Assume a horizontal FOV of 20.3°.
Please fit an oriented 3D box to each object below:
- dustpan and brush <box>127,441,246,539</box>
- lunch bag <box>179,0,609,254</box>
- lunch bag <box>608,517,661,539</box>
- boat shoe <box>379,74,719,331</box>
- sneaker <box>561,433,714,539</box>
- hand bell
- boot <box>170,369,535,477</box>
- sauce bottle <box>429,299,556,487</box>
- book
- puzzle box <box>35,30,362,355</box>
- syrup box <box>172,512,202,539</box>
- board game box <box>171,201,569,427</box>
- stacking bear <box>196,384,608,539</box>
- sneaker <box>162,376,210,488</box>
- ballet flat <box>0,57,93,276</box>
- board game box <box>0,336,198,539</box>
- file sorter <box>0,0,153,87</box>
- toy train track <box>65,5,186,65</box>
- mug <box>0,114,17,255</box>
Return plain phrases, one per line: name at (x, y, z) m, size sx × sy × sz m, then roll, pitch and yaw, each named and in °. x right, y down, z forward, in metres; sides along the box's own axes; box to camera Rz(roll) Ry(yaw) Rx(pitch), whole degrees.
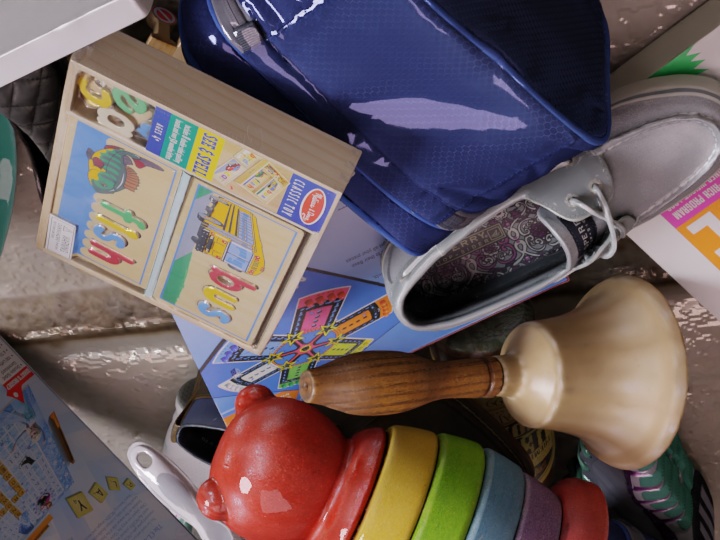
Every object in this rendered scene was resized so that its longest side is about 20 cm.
dustpan and brush at (-0.055, 0.170, 1.115) m, size 0.140 × 0.057 × 0.200 m, roll -45°, pitch 79°, yaw -1°
lunch bag at (0.006, -0.113, 0.929) m, size 0.132 × 0.136 × 0.200 m, roll -34°, pitch 119°, yaw 31°
lunch bag at (0.116, 0.231, 1.178) m, size 0.132 × 0.137 × 0.200 m, roll 25°, pitch 139°, yaw -25°
boat shoe at (0.101, -0.025, 0.996) m, size 0.200 × 0.072 × 0.070 m, roll -28°, pitch 118°, yaw 15°
sneaker at (0.145, 0.115, 1.183) m, size 0.087 × 0.075 × 0.201 m, roll -10°, pitch 132°, yaw 21°
hand bell at (0.058, 0.054, 1.029) m, size 0.199 × 0.105 × 0.104 m, roll 0°, pitch 139°, yaw -30°
boot at (-0.008, 0.098, 1.117) m, size 0.199 × 0.097 × 0.075 m, roll 25°, pitch 143°, yaw 16°
sauce bottle at (0.083, 0.094, 1.174) m, size 0.064 × 0.065 × 0.201 m, roll -5°, pitch 133°, yaw 11°
book at (0.210, -0.045, 1.048) m, size 0.200 × 0.048 × 0.133 m, roll 39°, pitch 124°, yaw -23°
puzzle box at (-0.082, -0.031, 0.946) m, size 0.132 × 0.026 × 0.200 m, roll 25°, pitch 153°, yaw -1°
syrup box at (-0.029, 0.205, 1.278) m, size 0.199 × 0.079 × 0.081 m, roll 27°, pitch 130°, yaw -18°
board game box at (0.000, 0.000, 1.058) m, size 0.199 × 0.019 × 0.103 m, roll -24°, pitch 105°, yaw 2°
stacking bear at (0.017, 0.129, 1.034) m, size 0.199 × 0.122 × 0.114 m, roll 23°, pitch 168°, yaw -5°
sneaker at (-0.027, 0.133, 1.211) m, size 0.199 × 0.071 × 0.081 m, roll 23°, pitch 120°, yaw -3°
ballet flat at (-0.168, -0.061, 1.039) m, size 0.057 × 0.066 × 0.201 m, roll -38°, pitch 146°, yaw -17°
board game box at (-0.202, 0.158, 1.127) m, size 0.200 × 0.200 × 0.041 m, roll 46°, pitch 128°, yaw 0°
file sorter at (-0.159, -0.182, 0.853) m, size 0.138 × 0.201 × 0.125 m, roll -21°, pitch 124°, yaw 24°
toy train track at (-0.057, -0.087, 1.045) m, size 0.199 × 0.033 × 0.115 m, roll 22°, pitch 124°, yaw -21°
mug at (-0.255, -0.050, 1.032) m, size 0.114 × 0.186 × 0.152 m, roll 14°, pitch 155°, yaw 13°
